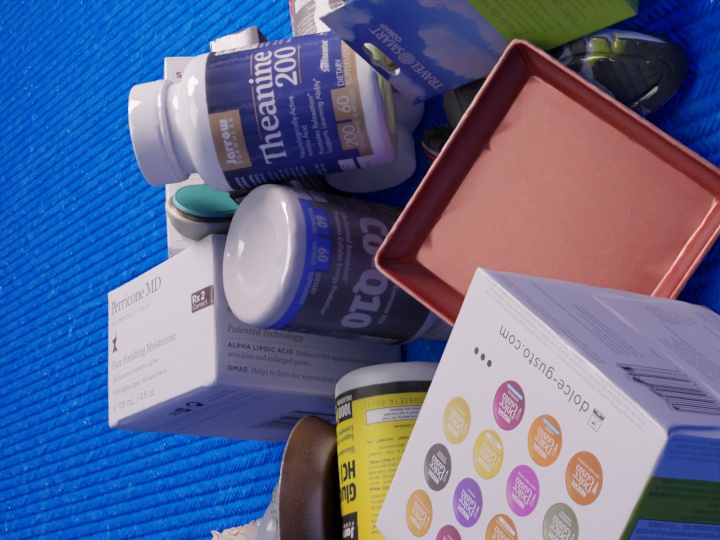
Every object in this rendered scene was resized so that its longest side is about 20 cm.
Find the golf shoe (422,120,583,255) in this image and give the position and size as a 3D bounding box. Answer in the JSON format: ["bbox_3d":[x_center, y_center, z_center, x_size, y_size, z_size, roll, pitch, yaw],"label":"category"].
[{"bbox_3d":[0.127,-0.050,1.174,0.200,0.077,0.088,43,149,43],"label":"golf shoe"}]

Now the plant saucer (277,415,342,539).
[{"bbox_3d":[-0.018,0.218,1.237,0.032,0.200,0.201,-9,71,16],"label":"plant saucer"}]

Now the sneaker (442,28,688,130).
[{"bbox_3d":[0.157,-0.153,1.134,0.199,0.085,0.075,-4,118,37],"label":"sneaker"}]

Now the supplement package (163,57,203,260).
[{"bbox_3d":[-0.134,-0.097,1.487,0.117,0.117,0.201,105,162,-70],"label":"supplement package"}]

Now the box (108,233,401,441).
[{"bbox_3d":[-0.097,0.067,1.346,0.199,0.199,0.131,-26,62,51],"label":"box"}]

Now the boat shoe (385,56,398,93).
[{"bbox_3d":[0.042,-0.199,1.237,0.199,0.069,0.074,-18,68,15],"label":"boat shoe"}]

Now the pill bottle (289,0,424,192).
[{"bbox_3d":[-0.002,-0.176,1.345,0.111,0.110,0.201,-35,54,47],"label":"pill bottle"}]

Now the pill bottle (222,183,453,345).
[{"bbox_3d":[0.000,0.000,1.219,0.114,0.199,0.114,-18,68,54],"label":"pill bottle"}]

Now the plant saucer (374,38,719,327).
[{"bbox_3d":[0.140,-0.029,1.072,0.200,0.037,0.200,37,104,18],"label":"plant saucer"}]

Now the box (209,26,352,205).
[{"bbox_3d":[-0.064,-0.100,1.351,0.048,0.200,0.159,-18,63,15],"label":"box"}]

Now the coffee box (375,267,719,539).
[{"bbox_3d":[0.164,0.140,0.938,0.200,0.199,0.198,46,120,51],"label":"coffee box"}]

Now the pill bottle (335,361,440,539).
[{"bbox_3d":[0.039,0.181,1.194,0.112,0.112,0.201,-27,60,51],"label":"pill bottle"}]

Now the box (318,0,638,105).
[{"bbox_3d":[0.083,-0.197,1.070,0.200,0.122,0.048,-19,48,38],"label":"box"}]

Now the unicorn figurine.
[{"bbox_3d":[-0.085,0.256,1.412,0.200,0.074,0.138,-49,34,19],"label":"unicorn figurine"}]

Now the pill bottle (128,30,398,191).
[{"bbox_3d":[-0.076,-0.123,1.189,0.111,0.199,0.111,-9,-90,-82],"label":"pill bottle"}]

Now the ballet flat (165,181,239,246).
[{"bbox_3d":[-0.121,-0.049,1.324,0.069,0.200,0.070,5,108,16],"label":"ballet flat"}]
